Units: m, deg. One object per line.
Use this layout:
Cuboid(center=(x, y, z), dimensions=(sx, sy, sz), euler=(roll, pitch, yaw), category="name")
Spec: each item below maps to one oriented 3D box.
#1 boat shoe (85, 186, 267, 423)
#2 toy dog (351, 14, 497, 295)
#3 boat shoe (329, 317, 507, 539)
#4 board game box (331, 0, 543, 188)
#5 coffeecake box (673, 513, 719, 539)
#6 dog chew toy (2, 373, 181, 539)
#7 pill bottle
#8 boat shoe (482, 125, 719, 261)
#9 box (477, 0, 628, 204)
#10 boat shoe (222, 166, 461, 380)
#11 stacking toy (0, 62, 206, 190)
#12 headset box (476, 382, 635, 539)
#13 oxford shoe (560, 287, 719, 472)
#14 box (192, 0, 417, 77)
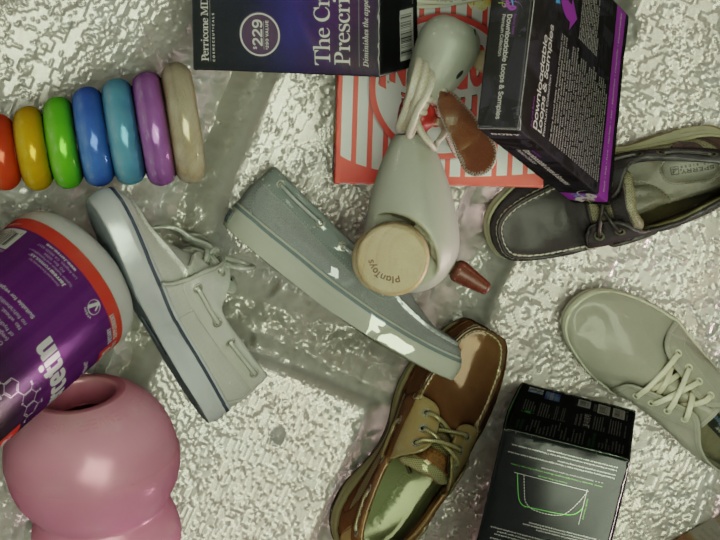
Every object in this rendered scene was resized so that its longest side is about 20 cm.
Cuboid(center=(-0.117, 0.011, 1.706), dimensions=(0.086, 0.075, 0.202), euler=(-33, 119, -10), category="boat shoe")
Cuboid(center=(0.060, -0.061, 1.641), dimensions=(0.096, 0.132, 0.200), euler=(16, 115, -3), category="toy dog")
Cuboid(center=(0.050, 0.133, 1.772), dimensions=(0.076, 0.074, 0.200), euler=(26, 96, -15), category="boat shoe")
Cuboid(center=(0.057, -0.160, 1.716), dimensions=(0.151, 0.046, 0.200), euler=(0, 102, -3), category="board game box")
Cuboid(center=(0.340, 0.211, 1.805), dimensions=(0.200, 0.154, 0.073), euler=(-29, 106, -3), category="coffeecake box")
Cuboid(center=(-0.183, 0.177, 1.718), dimensions=(0.125, 0.125, 0.200), euler=(-11, 112, -9), category="dog chew toy")
Cuboid(center=(-0.255, 0.056, 1.639), dimensions=(0.200, 0.112, 0.112), euler=(-43, 109, -30), category="pill bottle")
Cuboid(center=(0.188, -0.054, 1.763), dimensions=(0.200, 0.065, 0.072), euler=(-16, 105, -6), category="boat shoe")
Cuboid(center=(0.134, -0.138, 1.656), dimensions=(0.036, 0.200, 0.143), euler=(2, 78, 23), category="box")
Cuboid(center=(0.000, 0.000, 1.725), dimensions=(0.201, 0.070, 0.072), euler=(36, 91, -3), category="boat shoe")
Cuboid(center=(-0.210, -0.088, 1.673), dimensions=(0.200, 0.085, 0.085), euler=(-9, 104, -5), category="stacking toy")
Cuboid(center=(0.130, 0.200, 1.744), dimensions=(0.093, 0.174, 0.200), euler=(14, 100, 6), category="headset box")
Cuboid(center=(0.233, 0.084, 1.807), dimensions=(0.200, 0.058, 0.075), euler=(41, 95, -14), category="oxford shoe")
Cuboid(center=(-0.039, -0.236, 1.642), dimensions=(0.141, 0.079, 0.200), euler=(4, 102, 23), category="box")
